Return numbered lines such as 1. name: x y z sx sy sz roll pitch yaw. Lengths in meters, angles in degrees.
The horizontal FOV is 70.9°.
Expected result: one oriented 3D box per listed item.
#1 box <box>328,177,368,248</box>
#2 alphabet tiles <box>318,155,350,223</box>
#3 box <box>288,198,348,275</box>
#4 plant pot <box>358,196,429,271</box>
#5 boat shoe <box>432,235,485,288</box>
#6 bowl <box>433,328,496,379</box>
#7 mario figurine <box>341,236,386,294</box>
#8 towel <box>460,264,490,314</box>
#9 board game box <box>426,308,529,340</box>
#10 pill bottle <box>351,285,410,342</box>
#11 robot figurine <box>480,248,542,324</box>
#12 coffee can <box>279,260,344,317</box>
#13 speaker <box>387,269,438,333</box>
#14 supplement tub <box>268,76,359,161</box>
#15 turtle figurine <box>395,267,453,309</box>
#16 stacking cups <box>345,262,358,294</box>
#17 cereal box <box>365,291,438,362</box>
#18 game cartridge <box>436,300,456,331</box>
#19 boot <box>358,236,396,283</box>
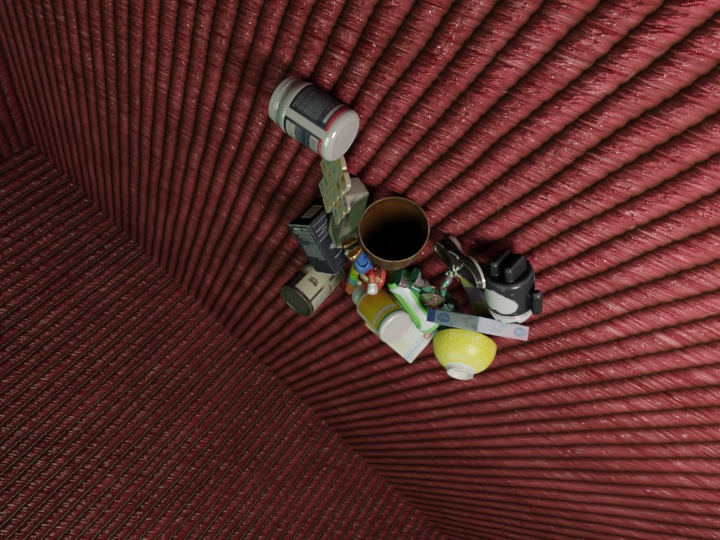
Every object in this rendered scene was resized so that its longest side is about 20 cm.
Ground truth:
1. box: -0.038 -0.165 1.466 0.082 0.068 0.200 59 149 37
2. alphabet tiles: -0.075 -0.239 1.417 0.200 0.015 0.196 143 115 -65
3. box: -0.110 -0.108 1.607 0.104 0.148 0.200 8 135 44
4. plant pot: 0.093 -0.076 1.412 0.187 0.187 0.200 34 165 14
5. boat shoe: 0.250 -0.018 1.295 0.074 0.060 0.200 80 167 -45
6. bowl: 0.317 0.275 1.575 0.199 0.108 0.200 12 150 7
7. mario figurine: 0.000 0.000 1.493 0.106 0.124 0.200 -4 142 29
8. towel: 0.346 0.057 1.411 0.143 0.023 0.200 7 135 44
9. board game box: 0.323 0.149 1.403 0.199 0.044 0.199 14 176 -33
10. pill bottle: 0.058 0.123 1.569 0.200 0.113 0.113 45 159 44
11. robot figurine: 0.371 0.044 1.262 0.124 0.151 0.200 -14 130 5
12. coffee can: -0.171 0.047 1.825 0.146 0.200 0.147 29 147 21
13. speaker: 0.165 0.095 1.542 0.088 0.088 0.200 -8 124 53
14. supplement tub: -0.116 -0.382 1.271 0.200 0.140 0.141 36 149 11
15. turtle figurine: 0.201 0.048 1.422 0.199 0.101 0.150 21 146 -34
16. stacking cups: -0.015 0.030 1.763 0.060 0.061 0.200 36 151 10
17. cereal box: 0.134 0.185 1.655 0.200 0.144 0.040 40 -166 4
18. game cartridge: 0.241 0.142 1.631 0.133 0.041 0.200 23 145 23
19. boot: 0.038 -0.041 1.597 0.200 0.074 0.155 43 153 3
